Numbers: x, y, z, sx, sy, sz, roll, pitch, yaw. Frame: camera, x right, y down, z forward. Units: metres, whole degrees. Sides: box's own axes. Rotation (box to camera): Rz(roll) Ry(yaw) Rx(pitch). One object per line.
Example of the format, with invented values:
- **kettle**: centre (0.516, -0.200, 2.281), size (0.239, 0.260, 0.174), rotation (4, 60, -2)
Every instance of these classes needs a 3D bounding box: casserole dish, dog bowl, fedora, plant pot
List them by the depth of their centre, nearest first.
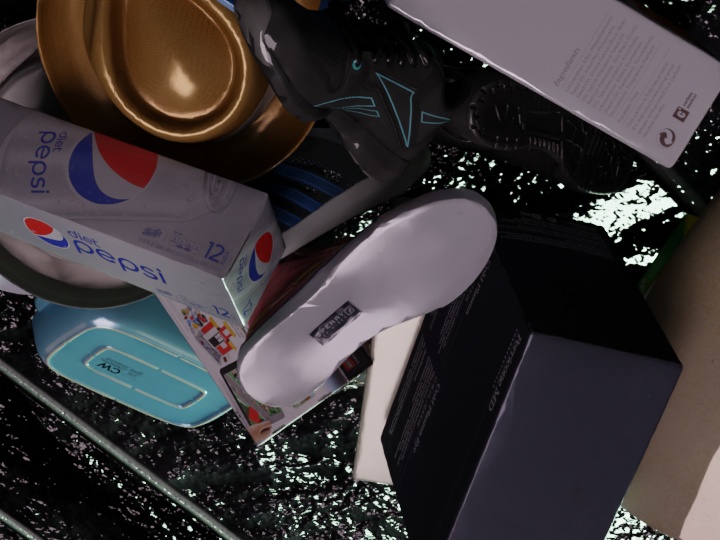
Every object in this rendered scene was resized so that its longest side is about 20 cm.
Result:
- **fedora**: centre (-0.112, -0.142, 1.079), size (0.198, 0.082, 0.203), rotation (1, 102, 3)
- **plant pot**: centre (0.253, 0.046, 1.124), size (0.185, 0.188, 0.202), rotation (12, 118, 2)
- **dog bowl**: centre (-0.181, -0.078, 1.189), size (0.198, 0.059, 0.202), rotation (4, 111, 10)
- **casserole dish**: centre (-0.164, 0.069, 1.371), size (0.199, 0.039, 0.121), rotation (29, 138, -30)

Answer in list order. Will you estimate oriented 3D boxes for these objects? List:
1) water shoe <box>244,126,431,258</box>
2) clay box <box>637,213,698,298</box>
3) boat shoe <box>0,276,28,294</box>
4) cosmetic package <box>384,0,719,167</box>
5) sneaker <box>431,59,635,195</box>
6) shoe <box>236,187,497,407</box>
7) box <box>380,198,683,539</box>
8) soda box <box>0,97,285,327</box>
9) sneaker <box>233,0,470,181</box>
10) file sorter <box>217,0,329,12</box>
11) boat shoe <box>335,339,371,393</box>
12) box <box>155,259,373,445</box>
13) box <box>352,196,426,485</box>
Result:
- **water shoe**: centre (-0.051, -0.056, 1.160), size (0.079, 0.199, 0.071), rotation (64, 162, -9)
- **clay box**: centre (0.292, 0.045, 1.250), size (0.198, 0.048, 0.115), rotation (21, 135, -6)
- **boat shoe**: centre (-0.281, -0.033, 1.302), size (0.198, 0.068, 0.072), rotation (11, 148, -30)
- **cosmetic package**: centre (0.110, -0.148, 1.048), size (0.199, 0.102, 0.072), rotation (27, 105, -15)
- **sneaker**: centre (0.083, -0.102, 1.142), size (0.199, 0.061, 0.104), rotation (16, -176, -43)
- **shoe**: centre (0.000, 0.000, 1.140), size (0.200, 0.091, 0.071), rotation (-38, 114, 17)
- **box**: centre (0.101, 0.088, 1.139), size (0.103, 0.183, 0.201), rotation (13, 116, -15)
- **soda box**: centre (-0.149, -0.037, 1.095), size (0.198, 0.064, 0.068), rotation (20, 157, 19)
- **sneaker**: centre (-0.003, -0.118, 0.992), size (0.079, 0.076, 0.200), rotation (-32, 155, 14)
- **file sorter**: centre (-0.016, -0.242, 0.981), size (0.138, 0.123, 0.200), rotation (32, 133, -19)
- **boat shoe**: centre (-0.026, 0.063, 1.336), size (0.198, 0.065, 0.072), rotation (21, 137, -7)
- **box**: centre (-0.088, 0.014, 1.253), size (0.110, 0.035, 0.201), rotation (-35, 88, 38)
- **box**: centre (0.046, 0.055, 1.262), size (0.081, 0.069, 0.202), rotation (9, 118, -1)
